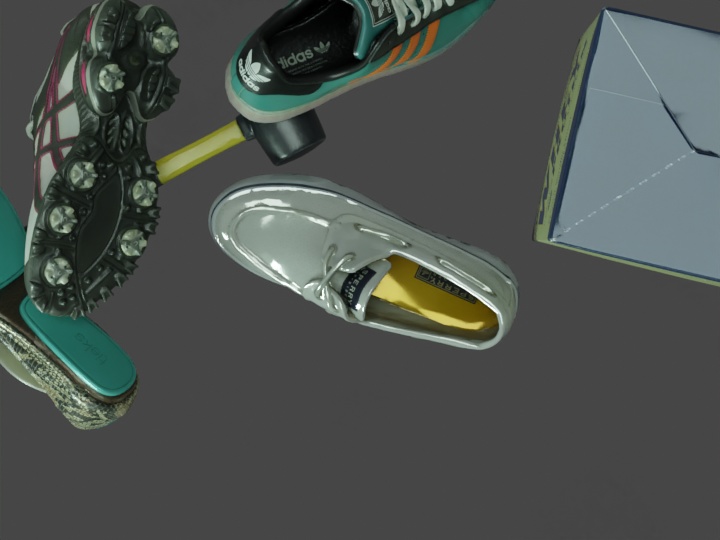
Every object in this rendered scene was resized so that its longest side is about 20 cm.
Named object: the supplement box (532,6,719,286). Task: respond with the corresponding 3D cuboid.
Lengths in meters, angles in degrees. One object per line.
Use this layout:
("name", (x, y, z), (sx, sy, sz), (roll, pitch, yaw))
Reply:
("supplement box", (0.213, -0.059, 1.361), (0.200, 0.200, 0.134), (13, 91, 2))

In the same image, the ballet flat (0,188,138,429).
("ballet flat", (-0.219, 0.020, 1.444), (0.200, 0.068, 0.075), (51, 135, 1))

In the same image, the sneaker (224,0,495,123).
("sneaker", (0.013, -0.154, 1.409), (0.200, 0.080, 0.071), (-32, 88, -16))

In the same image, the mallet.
("mallet", (-0.124, -0.073, 1.456), (0.200, 0.041, 0.066), (-20, 89, 6))

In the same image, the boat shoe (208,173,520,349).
("boat shoe", (0.000, 0.000, 1.426), (0.200, 0.070, 0.071), (22, 112, -1))

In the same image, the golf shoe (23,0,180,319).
("golf shoe", (-0.167, -0.067, 1.426), (0.077, 0.088, 0.200), (21, 79, -36))
